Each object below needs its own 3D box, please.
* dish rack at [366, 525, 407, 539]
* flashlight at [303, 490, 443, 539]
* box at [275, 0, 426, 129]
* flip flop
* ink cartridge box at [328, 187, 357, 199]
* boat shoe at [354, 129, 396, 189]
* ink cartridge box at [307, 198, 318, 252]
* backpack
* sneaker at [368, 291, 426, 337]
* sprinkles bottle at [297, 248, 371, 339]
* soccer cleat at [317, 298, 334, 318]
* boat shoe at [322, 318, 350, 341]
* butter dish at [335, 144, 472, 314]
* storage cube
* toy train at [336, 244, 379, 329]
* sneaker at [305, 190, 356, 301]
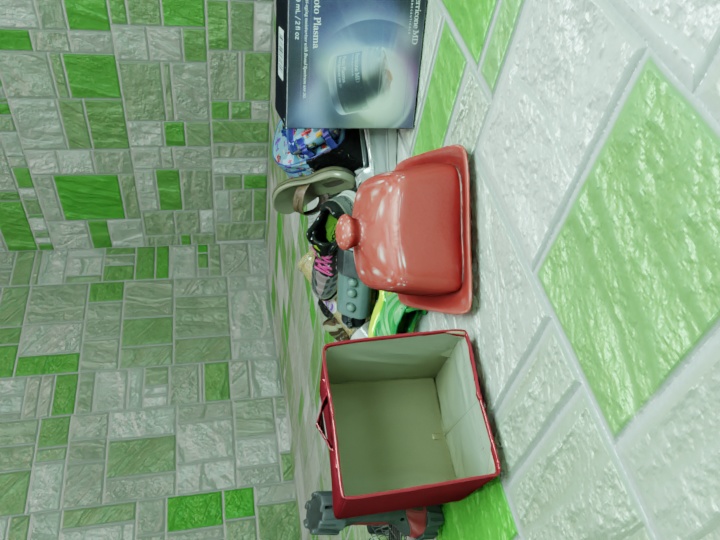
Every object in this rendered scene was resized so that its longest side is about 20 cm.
[{"bbox_3d":[0.052,0.425,1.083,0.200,0.054,0.156,-152,59,-73],"label":"dish rack"},{"bbox_3d":[0.019,0.336,0.865,0.068,0.198,0.069,-8,74,60],"label":"flashlight"},{"bbox_3d":[-0.019,-0.319,0.916,0.124,0.196,0.202,-120,29,-58],"label":"box"},{"bbox_3d":[-0.086,-0.130,1.115,0.198,0.081,0.058,-12,71,40],"label":"flip flop"},{"bbox_3d":[-0.034,-0.100,1.242,0.201,0.083,0.147,104,168,-53],"label":"ink cartridge box"},{"bbox_3d":[0.023,-0.162,1.047,0.072,0.068,0.203,-139,47,-72],"label":"boat shoe"},{"bbox_3d":[-0.072,-0.130,1.438,0.144,0.083,0.203,-172,81,-76],"label":"ink cartridge box"},{"bbox_3d":[-0.082,-0.250,1.133,0.198,0.134,0.185,-14,63,36],"label":"backpack"},{"bbox_3d":[0.067,0.031,0.935,0.083,0.074,0.203,11,97,41],"label":"sneaker"},{"bbox_3d":[-0.034,0.050,1.159,0.201,0.068,0.068,52,155,16],"label":"sprinkles bottle"},{"bbox_3d":[-0.018,0.024,1.239,0.069,0.073,0.200,55,141,17],"label":"soccer cleat"},{"bbox_3d":[-0.013,0.118,1.303,0.075,0.074,0.202,57,162,-4],"label":"boat shoe"},{"bbox_3d":[0.040,-0.048,0.785,0.199,0.146,0.203,-177,86,-67],"label":"butter dish"},{"bbox_3d":[0.043,0.190,0.763,0.180,0.197,0.173,99,163,-62],"label":"storage cube"},{"bbox_3d":[0.000,0.000,1.004,0.114,0.084,0.202,-63,-16,-48],"label":"toy train"},{"bbox_3d":[-0.057,-0.037,1.070,0.073,0.087,0.202,29,115,28],"label":"sneaker"}]
